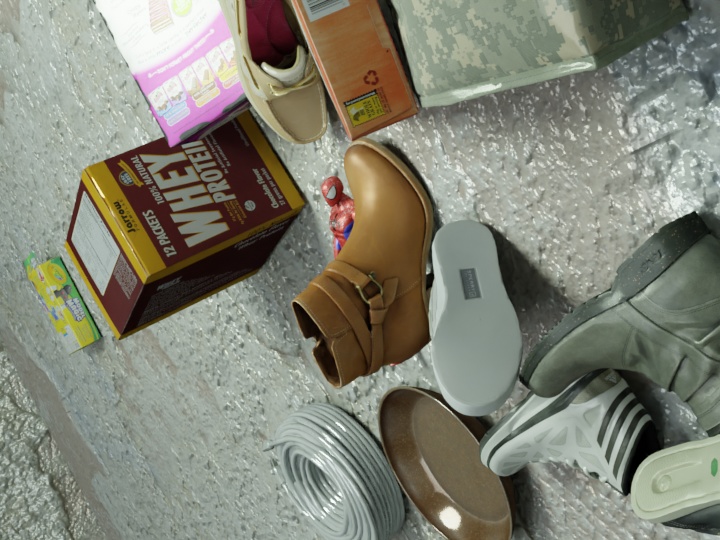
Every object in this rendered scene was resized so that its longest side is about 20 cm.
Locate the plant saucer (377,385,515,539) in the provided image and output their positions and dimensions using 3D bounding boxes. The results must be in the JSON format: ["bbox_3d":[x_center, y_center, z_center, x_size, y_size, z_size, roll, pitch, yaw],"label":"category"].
[{"bbox_3d":[0.095,0.201,1.088,0.200,0.037,0.201,38,144,35],"label":"plant saucer"}]

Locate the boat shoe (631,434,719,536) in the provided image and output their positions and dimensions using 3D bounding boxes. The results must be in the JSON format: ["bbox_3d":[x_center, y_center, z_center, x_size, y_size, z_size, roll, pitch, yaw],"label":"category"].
[{"bbox_3d":[0.284,0.149,0.737,0.068,0.072,0.200,30,150,-20],"label":"boat shoe"}]

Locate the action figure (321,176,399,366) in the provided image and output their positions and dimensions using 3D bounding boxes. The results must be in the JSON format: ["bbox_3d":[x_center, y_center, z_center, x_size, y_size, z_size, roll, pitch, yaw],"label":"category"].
[{"bbox_3d":[0.000,0.000,1.056,0.065,0.052,0.201,11,122,58],"label":"action figure"}]

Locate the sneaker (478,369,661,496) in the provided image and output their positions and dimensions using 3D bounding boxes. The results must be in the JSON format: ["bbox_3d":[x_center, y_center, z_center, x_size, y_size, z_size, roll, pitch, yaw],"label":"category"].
[{"bbox_3d":[0.175,0.155,0.881,0.115,0.076,0.201,53,147,18],"label":"sneaker"}]

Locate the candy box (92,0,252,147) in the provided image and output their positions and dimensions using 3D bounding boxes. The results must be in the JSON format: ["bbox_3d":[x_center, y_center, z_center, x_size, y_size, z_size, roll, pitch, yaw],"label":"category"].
[{"bbox_3d":[-0.174,-0.243,1.046,0.136,0.061,0.200,-26,93,30],"label":"candy box"}]

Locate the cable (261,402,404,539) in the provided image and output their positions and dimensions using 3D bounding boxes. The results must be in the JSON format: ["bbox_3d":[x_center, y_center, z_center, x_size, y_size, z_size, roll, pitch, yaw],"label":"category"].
[{"bbox_3d":[-0.028,0.259,1.300,0.200,0.069,0.200,55,150,9],"label":"cable"}]

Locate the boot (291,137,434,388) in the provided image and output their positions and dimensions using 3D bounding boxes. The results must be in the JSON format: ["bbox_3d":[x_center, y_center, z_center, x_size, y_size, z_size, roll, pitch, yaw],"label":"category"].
[{"bbox_3d":[-0.002,-0.008,0.939,0.200,0.155,0.074,62,151,-2],"label":"boot"}]

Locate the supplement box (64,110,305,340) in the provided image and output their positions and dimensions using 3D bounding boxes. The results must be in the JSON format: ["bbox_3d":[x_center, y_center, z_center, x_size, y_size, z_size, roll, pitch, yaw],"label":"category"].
[{"bbox_3d":[-0.201,-0.050,1.170,0.133,0.197,0.200,58,151,9],"label":"supplement box"}]

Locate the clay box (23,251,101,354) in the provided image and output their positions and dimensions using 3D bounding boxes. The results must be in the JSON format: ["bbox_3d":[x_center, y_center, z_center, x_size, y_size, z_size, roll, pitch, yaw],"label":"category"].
[{"bbox_3d":[-0.567,0.056,1.992,0.115,0.048,0.200,-21,95,61],"label":"clay box"}]

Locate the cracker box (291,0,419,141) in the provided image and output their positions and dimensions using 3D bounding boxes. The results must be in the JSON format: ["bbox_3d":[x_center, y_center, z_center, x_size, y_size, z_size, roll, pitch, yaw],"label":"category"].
[{"bbox_3d":[-0.011,-0.178,0.813,0.200,0.058,0.134,-98,-14,-79],"label":"cracker box"}]

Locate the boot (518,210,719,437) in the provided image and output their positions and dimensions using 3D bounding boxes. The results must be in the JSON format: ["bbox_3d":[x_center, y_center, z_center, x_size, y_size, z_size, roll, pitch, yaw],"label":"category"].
[{"bbox_3d":[0.205,0.066,0.729,0.131,0.068,0.200,53,132,16],"label":"boot"}]

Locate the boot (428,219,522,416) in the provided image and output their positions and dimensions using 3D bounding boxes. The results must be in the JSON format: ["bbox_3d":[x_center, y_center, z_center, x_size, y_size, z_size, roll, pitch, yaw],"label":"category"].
[{"bbox_3d":[0.093,0.057,0.864,0.200,0.073,0.096,-87,-8,-45],"label":"boot"}]

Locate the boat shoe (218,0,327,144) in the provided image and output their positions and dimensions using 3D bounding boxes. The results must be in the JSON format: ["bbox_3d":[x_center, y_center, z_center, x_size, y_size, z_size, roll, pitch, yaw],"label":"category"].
[{"bbox_3d":[-0.075,-0.190,0.945,0.069,0.074,0.200,53,170,52],"label":"boat shoe"}]

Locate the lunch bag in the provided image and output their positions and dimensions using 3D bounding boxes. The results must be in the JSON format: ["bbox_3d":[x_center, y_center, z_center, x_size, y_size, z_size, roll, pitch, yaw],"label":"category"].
[{"bbox_3d":[0.084,-0.201,0.676,0.200,0.117,0.164,-2,114,53],"label":"lunch bag"}]
